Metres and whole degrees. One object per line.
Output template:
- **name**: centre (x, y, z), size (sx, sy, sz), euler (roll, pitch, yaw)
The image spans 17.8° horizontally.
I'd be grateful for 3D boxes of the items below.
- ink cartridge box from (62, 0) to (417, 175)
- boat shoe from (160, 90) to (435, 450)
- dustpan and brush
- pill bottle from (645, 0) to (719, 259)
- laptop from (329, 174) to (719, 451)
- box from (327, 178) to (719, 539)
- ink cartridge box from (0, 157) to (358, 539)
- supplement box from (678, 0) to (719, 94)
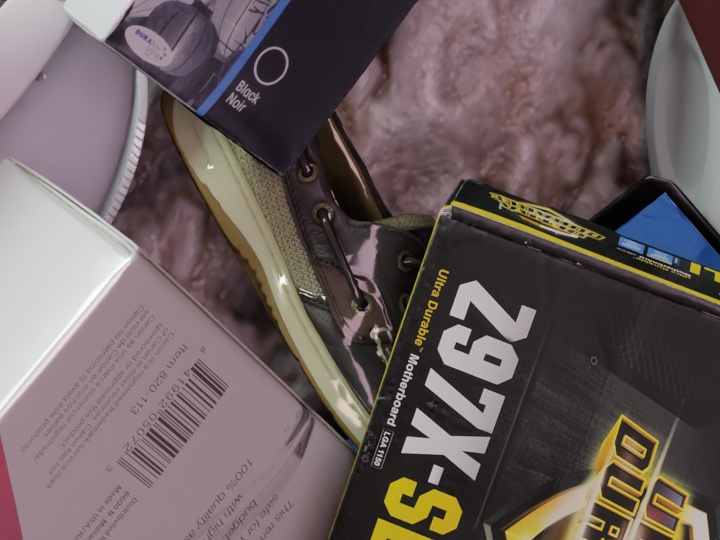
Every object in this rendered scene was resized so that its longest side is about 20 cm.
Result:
- **ink cartridge box**: centre (-0.005, -0.139, 0.790), size (0.099, 0.039, 0.201), euler (34, 92, -41)
- **boat shoe**: centre (0.000, 0.000, 0.849), size (0.065, 0.073, 0.201), euler (-36, 83, 15)
- **dustpan and brush**: centre (-0.112, -0.095, 0.821), size (0.139, 0.057, 0.200), euler (38, 103, -11)
- **pill bottle**: centre (0.219, -0.059, 0.897), size (0.198, 0.112, 0.114), euler (-2, 92, -12)
- **laptop**: centre (0.105, 0.104, 0.845), size (0.177, 0.201, 0.103), euler (-39, 138, 21)
- **box**: centre (0.074, 0.088, 0.786), size (0.159, 0.049, 0.201), euler (21, 108, 6)
- **ink cartridge box**: centre (-0.093, 0.080, 0.800), size (0.147, 0.083, 0.200), euler (-51, 139, -7)
- **supplement box**: centre (0.201, -0.118, 0.747), size (0.132, 0.197, 0.201), euler (-17, 74, -17)
